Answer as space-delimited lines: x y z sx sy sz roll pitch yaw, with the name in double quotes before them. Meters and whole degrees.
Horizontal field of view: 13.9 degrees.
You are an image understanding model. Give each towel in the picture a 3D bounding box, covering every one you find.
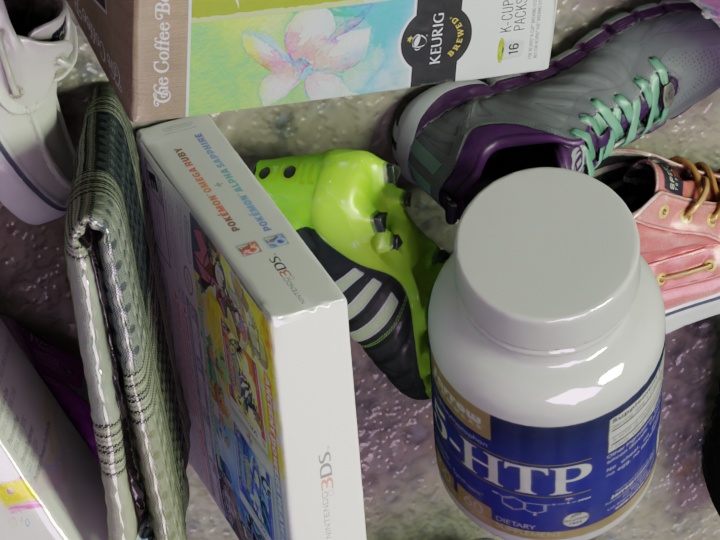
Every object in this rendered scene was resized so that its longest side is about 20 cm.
"towel" -0.112 0.032 1.403 0.034 0.193 0.201 -10 113 1

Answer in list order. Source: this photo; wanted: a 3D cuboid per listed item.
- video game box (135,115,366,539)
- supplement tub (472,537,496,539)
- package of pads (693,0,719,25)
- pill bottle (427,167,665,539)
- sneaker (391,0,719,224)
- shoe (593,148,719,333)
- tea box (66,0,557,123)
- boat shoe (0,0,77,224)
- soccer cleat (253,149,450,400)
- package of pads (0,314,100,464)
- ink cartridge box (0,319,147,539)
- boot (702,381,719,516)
"video game box" -0.053 0.051 1.464 0.047 0.182 0.201 -16 128 -15
"supplement tub" 0.005 0.236 1.654 0.199 0.123 0.123 -18 128 -12
"package of pads" 0.264 -0.172 1.491 0.200 0.076 0.120 -47 127 -2
"pill bottle" 0.093 0.042 1.485 0.119 0.120 0.201 -20 147 -9
"sneaker" 0.120 -0.072 1.516 0.199 0.088 0.075 -22 128 -8
"shoe" 0.182 -0.028 1.582 0.199 0.072 0.091 -24 134 -1
"tea box" -0.036 -0.179 1.303 0.195 0.200 0.134 -10 126 -18
"boat shoe" -0.164 -0.109 1.375 0.065 0.072 0.201 -15 121 11
"soccer cleat" 0.000 0.000 1.534 0.080 0.068 0.200 5 149 22
"package of pads" -0.199 0.131 1.523 0.120 0.076 0.200 31 106 -36
"ink cartridge box" -0.201 0.108 1.396 0.128 0.125 0.201 -30 105 8
"boot" 0.290 0.066 1.670 0.167 0.077 0.201 -13 148 -13
